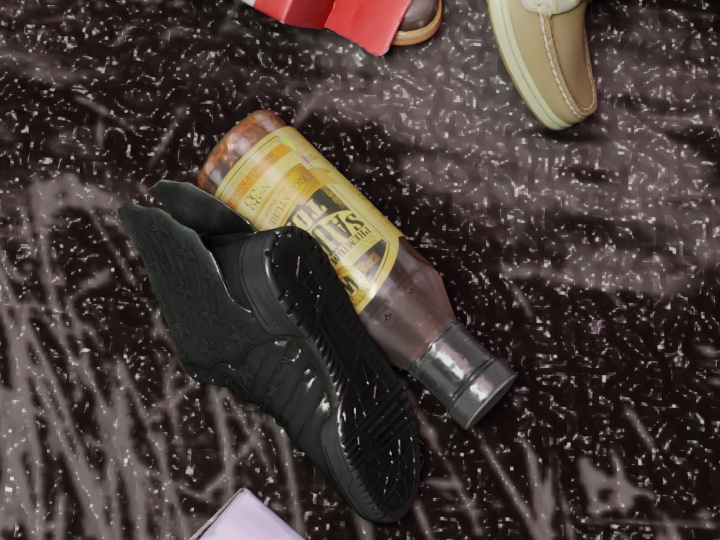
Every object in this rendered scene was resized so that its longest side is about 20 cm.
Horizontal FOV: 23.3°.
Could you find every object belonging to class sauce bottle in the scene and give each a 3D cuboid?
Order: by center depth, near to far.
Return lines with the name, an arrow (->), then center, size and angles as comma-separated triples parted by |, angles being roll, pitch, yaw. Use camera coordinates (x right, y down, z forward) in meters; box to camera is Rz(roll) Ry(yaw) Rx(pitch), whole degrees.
sauce bottle -> 0.000, 0.000, 0.931 | 0.200, 0.066, 0.066 | 42, 71, 13

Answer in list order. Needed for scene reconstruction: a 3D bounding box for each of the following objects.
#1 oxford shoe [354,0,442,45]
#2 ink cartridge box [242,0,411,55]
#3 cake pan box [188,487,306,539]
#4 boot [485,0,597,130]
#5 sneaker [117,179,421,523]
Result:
oxford shoe -> 0.001, -0.226, 1.015 | 0.071, 0.073, 0.202 | -16, 71, -11
ink cartridge box -> -0.055, -0.214, 0.972 | 0.199, 0.067, 0.117 | 30, 103, 14
cake pan box -> -0.001, 0.193, 0.785 | 0.184, 0.200, 0.052 | 38, 73, 13
boot -> 0.143, -0.183, 0.945 | 0.153, 0.072, 0.202 | -8, 104, 25
sneaker -> -0.047, 0.043, 0.912 | 0.060, 0.104, 0.201 | -40, 111, -43
